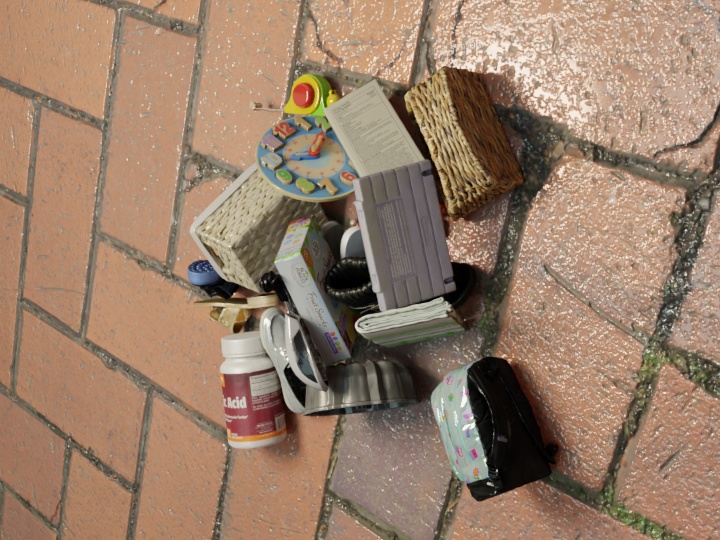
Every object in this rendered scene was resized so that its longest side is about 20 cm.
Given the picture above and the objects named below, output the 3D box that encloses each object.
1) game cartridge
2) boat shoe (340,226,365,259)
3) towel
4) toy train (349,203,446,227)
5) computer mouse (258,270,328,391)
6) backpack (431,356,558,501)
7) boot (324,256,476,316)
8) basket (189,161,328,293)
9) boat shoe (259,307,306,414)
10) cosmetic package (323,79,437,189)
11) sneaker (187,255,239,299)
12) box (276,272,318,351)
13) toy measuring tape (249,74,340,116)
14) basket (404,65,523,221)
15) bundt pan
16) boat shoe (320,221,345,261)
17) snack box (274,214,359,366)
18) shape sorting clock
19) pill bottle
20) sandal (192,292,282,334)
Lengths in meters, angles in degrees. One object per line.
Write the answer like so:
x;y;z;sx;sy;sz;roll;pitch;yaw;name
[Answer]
0.064;-0.051;1.364;0.038;0.127;0.204;-161;58;-72;game cartridge
0.000;0.000;1.525;0.066;0.070;0.202;38;159;44;boat shoe
0.082;0.083;1.412;0.146;0.200;0.031;-11;77;11;towel
0.051;-0.069;1.524;0.151;0.055;0.200;53;124;18;toy train
-0.105;0.101;1.432;0.043;0.110;0.203;-23;82;3;computer mouse
0.194;0.238;1.403;0.126;0.165;0.203;-32;71;40;backpack
0.064;0.020;1.436;0.209;0.158;0.080;-26;48;18;boot
-0.168;-0.076;1.571;0.123;0.200;0.136;27;155;44;basket
-0.123;0.163;1.669;0.071;0.069;0.204;-10;99;63;boat shoe
0.031;-0.193;1.460;0.102;0.073;0.202;-28;61;2;cosmetic package
-0.264;0.019;1.695;0.069;0.200;0.080;8;100;14;sneaker
-0.104;0.082;1.591;0.036;0.200;0.145;-22;82;-3;box
-0.114;-0.310;1.607;0.197;0.073;0.075;11;103;35;toy measuring tape
0.129;-0.186;1.392;0.148;0.142;0.203;-27;80;36;basket
-0.001;0.193;1.523;0.200;0.200;0.077;-14;75;37;bundt pan
-0.075;-0.004;1.605;0.067;0.073;0.203;39;130;40;boat shoe
-0.066;0.031;1.486;0.052;0.143;0.202;-19;114;14;snack box
-0.076;-0.190;1.523;0.199;0.199;0.040;37;145;27;shape sorting clock
-0.204;0.222;1.723;0.113;0.113;0.204;-3;95;37;pill bottle
-0.236;0.087;1.754;0.209;0.077;0.071;-6;94;31;sandal
